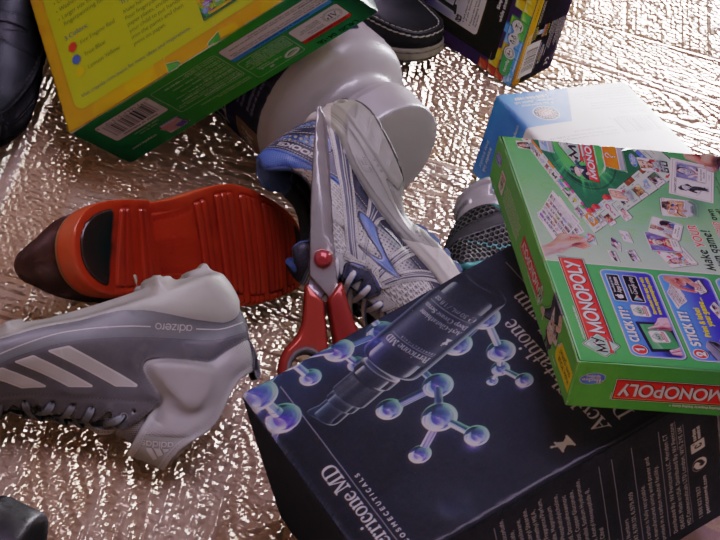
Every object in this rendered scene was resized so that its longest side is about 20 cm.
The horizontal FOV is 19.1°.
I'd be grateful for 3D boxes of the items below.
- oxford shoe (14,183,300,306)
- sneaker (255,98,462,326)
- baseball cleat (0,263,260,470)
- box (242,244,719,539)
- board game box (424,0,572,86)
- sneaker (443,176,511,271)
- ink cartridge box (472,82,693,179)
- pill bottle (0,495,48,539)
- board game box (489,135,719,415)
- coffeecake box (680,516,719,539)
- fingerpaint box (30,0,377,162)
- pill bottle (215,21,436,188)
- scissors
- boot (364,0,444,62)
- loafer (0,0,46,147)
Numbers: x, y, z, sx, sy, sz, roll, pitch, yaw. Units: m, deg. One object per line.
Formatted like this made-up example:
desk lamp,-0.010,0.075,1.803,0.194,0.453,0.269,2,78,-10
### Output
oxford shoe,-0.114,-0.012,1.268,0.199,0.072,0.072,4,79,-47
sneaker,0.000,0.000,1.277,0.085,0.077,0.201,-23,74,-25
baseball cleat,-0.150,0.066,1.151,0.199,0.070,0.107,-20,85,-11
box,0.065,0.094,1.104,0.199,0.107,0.149,-29,46,-13
board game box,0.088,-0.262,1.563,0.165,0.201,0.057,38,43,24
sneaker,0.130,0.029,1.304,0.199,0.078,0.091,31,41,6
ink cartridge box,0.177,-0.039,1.423,0.116,0.068,0.200,-8,43,-31
pill bottle,-0.255,0.115,1.010,0.199,0.112,0.112,23,37,7
board game box,0.149,0.000,1.086,0.134,0.029,0.200,4,35,-11
coffeecake box,0.192,0.144,1.189,0.153,0.073,0.201,1,40,-22
fingerpaint box,-0.108,-0.192,1.359,0.073,0.199,0.168,25,40,-58
pill bottle,-0.043,-0.129,1.413,0.111,0.111,0.200,-17,48,-38
scissors,-0.027,0.006,1.226,0.073,0.014,0.201,-14,81,-11
boot,-0.009,-0.257,1.555,0.203,0.154,0.073,37,41,25
loafer,-0.236,-0.152,1.396,0.068,0.071,0.201,11,37,-6
